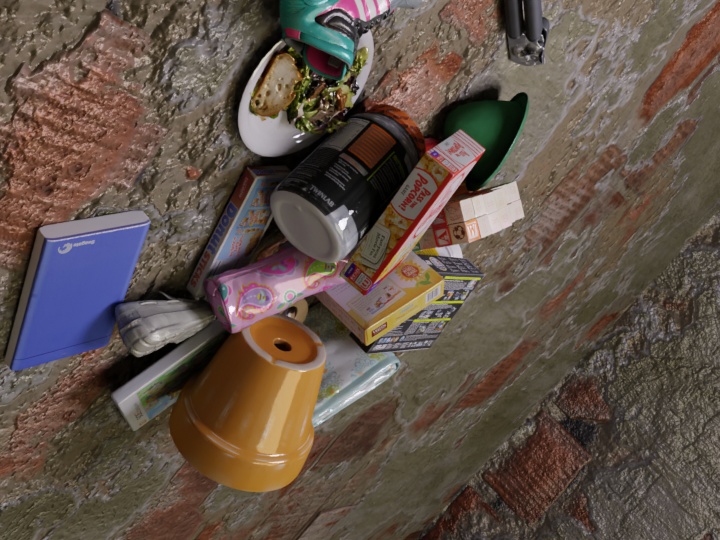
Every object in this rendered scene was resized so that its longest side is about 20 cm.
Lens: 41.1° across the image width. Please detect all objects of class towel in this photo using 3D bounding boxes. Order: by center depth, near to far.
[{"bbox_3d":[-0.064,0.140,1.498,0.199,0.171,0.048,-30,150,-26],"label":"towel"}]

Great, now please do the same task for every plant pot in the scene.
[{"bbox_3d":[-0.138,0.165,1.312,0.200,0.200,0.184,-10,133,-50],"label":"plant pot"}]

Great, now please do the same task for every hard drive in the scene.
[{"bbox_3d":[-0.325,0.024,1.100,0.132,0.025,0.201,-15,143,-46],"label":"hard drive"}]

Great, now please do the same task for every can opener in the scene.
[{"bbox_3d":[0.234,-0.357,1.344,0.200,0.053,0.067,64,42,-63],"label":"can opener"}]

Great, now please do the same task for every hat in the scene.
[{"bbox_3d":[0.132,-0.224,1.412,0.166,0.175,0.200,-56,-168,29],"label":"hat"}]

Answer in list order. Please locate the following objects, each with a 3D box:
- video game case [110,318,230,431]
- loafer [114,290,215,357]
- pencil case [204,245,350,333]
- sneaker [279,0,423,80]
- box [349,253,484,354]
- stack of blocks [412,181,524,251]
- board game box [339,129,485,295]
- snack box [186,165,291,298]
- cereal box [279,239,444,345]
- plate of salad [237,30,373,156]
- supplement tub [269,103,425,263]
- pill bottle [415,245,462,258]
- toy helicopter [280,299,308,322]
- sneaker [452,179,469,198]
[{"bbox_3d":[-0.251,0.143,1.350,0.200,0.022,0.182,-36,168,-17],"label":"video game case"},{"bbox_3d":[-0.244,0.056,1.221,0.070,0.070,0.200,-33,176,14],"label":"loafer"},{"bbox_3d":[-0.103,0.009,1.258,0.199,0.088,0.088,-25,150,-18],"label":"pencil case"},{"bbox_3d":[-0.011,-0.264,1.022,0.199,0.083,0.122,-5,111,-44],"label":"sneaker"},{"bbox_3d":[0.090,0.052,1.477,0.200,0.044,0.161,2,127,-57],"label":"box"},{"bbox_3d":[0.162,-0.082,1.414,0.115,0.059,0.199,-10,-173,41],"label":"stack of blocks"},{"bbox_3d":[0.067,-0.076,1.219,0.200,0.046,0.151,-55,173,28],"label":"board game box"},{"bbox_3d":[-0.156,-0.049,1.242,0.072,0.024,0.201,-9,137,-50],"label":"snack box"},{"bbox_3d":[0.000,0.000,1.343,0.143,0.200,0.040,-31,144,-23],"label":"cereal box"},{"bbox_3d":[-0.056,-0.208,1.122,0.200,0.048,0.201,-35,153,-21],"label":"plate of salad"},{"bbox_3d":[-0.011,-0.115,1.217,0.200,0.122,0.123,-47,159,-28],"label":"supplement tub"},{"bbox_3d":[0.069,0.004,1.555,0.199,0.112,0.113,-25,149,-35],"label":"pill bottle"},{"bbox_3d":[-0.123,0.047,1.381,0.132,0.079,0.200,-45,154,-6],"label":"toy helicopter"},{"bbox_3d":[0.113,-0.114,1.514,0.200,0.073,0.077,-38,140,-28],"label":"sneaker"}]
